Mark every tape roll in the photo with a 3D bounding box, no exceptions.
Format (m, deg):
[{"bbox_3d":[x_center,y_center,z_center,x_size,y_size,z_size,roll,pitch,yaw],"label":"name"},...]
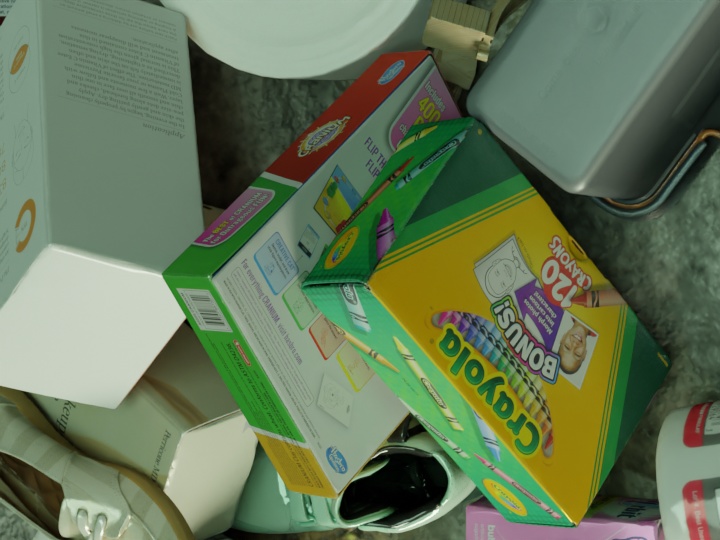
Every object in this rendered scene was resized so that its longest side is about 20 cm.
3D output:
[{"bbox_3d":[-0.028,-0.210,1.373,0.202,0.071,0.203,2,95,25],"label":"tape roll"}]

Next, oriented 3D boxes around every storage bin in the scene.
[{"bbox_3d":[0.153,-0.121,1.283,0.145,0.134,0.200,39,108,14],"label":"storage bin"}]

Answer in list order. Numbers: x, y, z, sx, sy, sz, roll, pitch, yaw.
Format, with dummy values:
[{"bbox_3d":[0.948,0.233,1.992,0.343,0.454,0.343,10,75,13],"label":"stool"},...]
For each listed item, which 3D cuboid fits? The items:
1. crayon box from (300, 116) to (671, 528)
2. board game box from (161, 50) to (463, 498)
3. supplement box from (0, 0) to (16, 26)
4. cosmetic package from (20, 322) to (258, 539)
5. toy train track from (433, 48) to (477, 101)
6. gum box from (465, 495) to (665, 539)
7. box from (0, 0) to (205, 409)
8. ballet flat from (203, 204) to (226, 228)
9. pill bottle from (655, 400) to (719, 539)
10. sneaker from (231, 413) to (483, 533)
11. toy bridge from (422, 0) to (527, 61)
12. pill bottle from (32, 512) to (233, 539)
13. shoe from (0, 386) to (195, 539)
[{"bbox_3d":[0.071,0.030,1.285,0.058,0.119,0.200,-2,136,51],"label":"crayon box"},{"bbox_3d":[0.000,0.000,1.296,0.040,0.200,0.153,3,130,46],"label":"board game box"},{"bbox_3d":[-0.206,-0.236,1.430,0.108,0.061,0.201,0,96,-11],"label":"supplement box"},{"bbox_3d":[-0.152,0.066,1.413,0.200,0.071,0.105,39,128,31],"label":"cosmetic package"},{"bbox_3d":[0.022,-0.035,1.370,0.114,0.033,0.201,22,89,-22],"label":"toy train track"},{"bbox_3d":[0.122,0.231,1.362,0.113,0.066,0.201,3,96,23],"label":"gum box"},{"bbox_3d":[-0.158,-0.045,1.328,0.124,0.097,0.201,-50,36,41],"label":"box"},{"bbox_3d":[-0.082,0.006,1.429,0.065,0.071,0.200,-34,73,-14],"label":"ballet flat"},{"bbox_3d":[0.267,0.114,1.271,0.199,0.111,0.111,-10,91,22],"label":"pill bottle"},{"bbox_3d":[-0.020,0.118,1.380,0.200,0.118,0.074,-12,92,23],"label":"sneaker"},{"bbox_3d":[0.086,-0.193,1.299,0.067,0.027,0.201,15,59,-1],"label":"toy bridge"},{"bbox_3d":[-0.098,0.212,1.422,0.200,0.113,0.113,28,104,17],"label":"pill bottle"},{"bbox_3d":[-0.168,0.133,1.360,0.200,0.053,0.070,33,128,35],"label":"shoe"}]
